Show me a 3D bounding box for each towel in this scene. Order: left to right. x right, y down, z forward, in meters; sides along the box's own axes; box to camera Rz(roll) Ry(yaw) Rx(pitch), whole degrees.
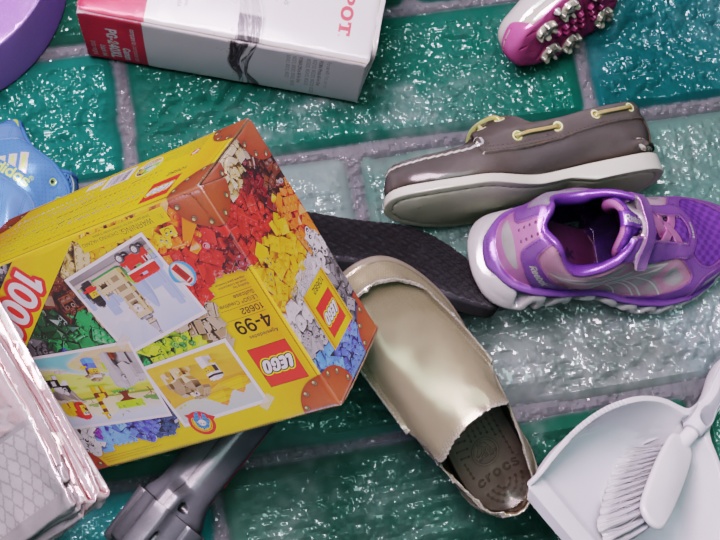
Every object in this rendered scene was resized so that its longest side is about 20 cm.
[{"bbox_3d":[-0.255,0.095,0.769,0.192,0.199,0.032,58,33,7],"label":"towel"}]

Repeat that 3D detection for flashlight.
[{"bbox_3d":[-0.078,0.105,0.838,0.068,0.068,0.201,44,79,-28],"label":"flashlight"}]

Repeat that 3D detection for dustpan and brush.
[{"bbox_3d":[0.203,0.120,0.857,0.140,0.057,0.200,48,45,-8],"label":"dustpan and brush"}]

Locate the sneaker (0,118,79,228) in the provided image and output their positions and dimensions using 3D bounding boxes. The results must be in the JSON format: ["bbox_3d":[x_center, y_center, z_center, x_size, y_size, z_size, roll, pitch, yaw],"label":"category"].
[{"bbox_3d":[-0.220,-0.014,0.845,0.104,0.076,0.202,-23,79,-11],"label":"sneaker"}]

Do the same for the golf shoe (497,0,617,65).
[{"bbox_3d":[0.158,-0.228,0.945,0.091,0.076,0.200,41,73,21],"label":"golf shoe"}]

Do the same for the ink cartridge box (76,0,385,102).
[{"bbox_3d":[-0.080,-0.210,0.902,0.198,0.083,0.147,10,75,-4],"label":"ink cartridge box"}]

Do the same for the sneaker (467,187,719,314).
[{"bbox_3d":[0.174,-0.020,0.867,0.198,0.088,0.081,-3,71,-22],"label":"sneaker"}]

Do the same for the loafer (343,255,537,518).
[{"bbox_3d":[0.055,0.075,0.815,0.076,0.068,0.200,-40,109,-4],"label":"loafer"}]

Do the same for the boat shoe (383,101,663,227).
[{"bbox_3d":[0.106,-0.075,0.897,0.199,0.072,0.061,-8,73,-15],"label":"boat shoe"}]

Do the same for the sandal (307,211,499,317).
[{"bbox_3d":[0.000,0.000,0.859,0.198,0.045,0.075,13,29,-25],"label":"sandal"}]

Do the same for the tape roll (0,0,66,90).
[{"bbox_3d":[-0.302,-0.213,0.891,0.198,0.066,0.203,1,77,-6],"label":"tape roll"}]

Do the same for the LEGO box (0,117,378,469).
[{"bbox_3d":[-0.114,0.021,0.761,0.150,0.199,0.077,58,33,-21],"label":"LEGO box"}]
